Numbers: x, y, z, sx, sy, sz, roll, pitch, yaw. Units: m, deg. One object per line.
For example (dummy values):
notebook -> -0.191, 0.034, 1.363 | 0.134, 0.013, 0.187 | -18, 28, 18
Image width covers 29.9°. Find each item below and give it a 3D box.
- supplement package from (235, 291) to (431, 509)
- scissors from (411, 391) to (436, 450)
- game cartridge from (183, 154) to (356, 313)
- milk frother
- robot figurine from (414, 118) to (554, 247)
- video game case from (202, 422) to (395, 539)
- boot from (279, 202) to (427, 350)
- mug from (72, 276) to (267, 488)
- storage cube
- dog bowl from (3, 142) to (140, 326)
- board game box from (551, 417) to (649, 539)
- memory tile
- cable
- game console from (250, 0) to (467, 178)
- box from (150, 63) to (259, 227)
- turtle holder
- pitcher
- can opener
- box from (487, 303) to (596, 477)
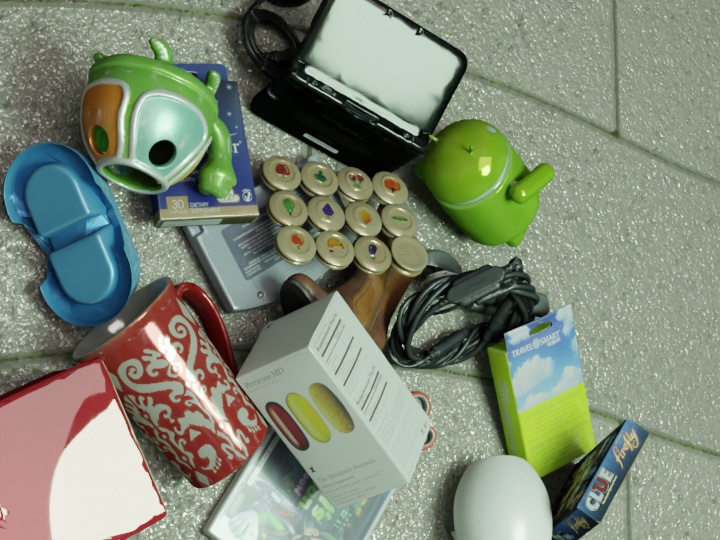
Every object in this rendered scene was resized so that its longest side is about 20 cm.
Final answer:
supplement package -> -0.028, 0.146, 1.510 | 0.201, 0.113, 0.110 | 54, 32, -18
scissors -> 0.009, 0.180, 1.640 | 0.197, 0.014, 0.074 | 6, 80, -30
game cartridge -> -0.101, -0.038, 1.604 | 0.199, 0.041, 0.134 | -31, 93, -30
milk frother -> -0.060, -0.350, 1.594 | 0.179, 0.187, 0.202 | -26, 94, -29
robot figurine -> 0.152, -0.110, 1.691 | 0.117, 0.174, 0.200 | -60, 139, -13
video game case -> -0.063, 0.271, 1.578 | 0.181, 0.023, 0.201 | 41, 64, -18
boot -> 0.000, 0.000, 1.612 | 0.188, 0.068, 0.202 | 45, 62, -35
mug -> -0.186, 0.113, 1.476 | 0.177, 0.133, 0.201 | -44, 106, -25
storage cube -> -0.329, 0.206, 1.352 | 0.178, 0.170, 0.202 | -24, 93, -31
dog bowl -> -0.305, -0.042, 1.451 | 0.202, 0.110, 0.050 | 67, 17, -4
board game box -> 0.282, 0.275, 1.673 | 0.034, 0.201, 0.136 | 33, 64, 5
memory tile -> -0.019, -0.064, 1.590 | 0.197, 0.017, 0.155 | 6, 54, -27
cable -> 0.123, 0.059, 1.657 | 0.198, 0.164, 0.051 | -29, 60, 0
game console -> -0.003, -0.223, 1.618 | 0.198, 0.175, 0.118 | 27, 62, -22
box -> -0.191, -0.151, 1.553 | 0.119, 0.032, 0.203 | -4, 73, -25
turtle holder -> -0.223, -0.150, 1.459 | 0.186, 0.139, 0.134 | 54, 43, -61
pitcher -> 0.155, 0.341, 1.637 | 0.121, 0.170, 0.203 | 36, 42, -46
can opener -> 0.158, 0.017, 1.720 | 0.198, 0.053, 0.068 | 14, 60, -37
box -> 0.232, 0.154, 1.726 | 0.121, 0.047, 0.203 | -21, 107, -31
